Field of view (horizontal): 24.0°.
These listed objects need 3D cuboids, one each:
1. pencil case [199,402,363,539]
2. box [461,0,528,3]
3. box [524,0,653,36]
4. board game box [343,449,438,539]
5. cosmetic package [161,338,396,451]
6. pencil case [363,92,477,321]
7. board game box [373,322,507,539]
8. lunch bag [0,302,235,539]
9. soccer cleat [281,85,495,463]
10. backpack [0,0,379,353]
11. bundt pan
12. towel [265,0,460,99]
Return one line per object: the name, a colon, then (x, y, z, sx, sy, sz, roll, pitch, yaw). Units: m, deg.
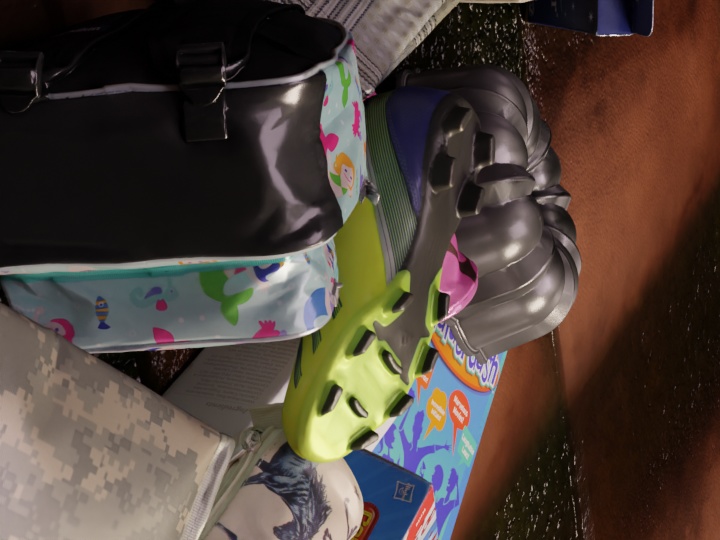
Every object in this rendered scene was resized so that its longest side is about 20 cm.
pencil case: (-0.070, 0.151, 0.762, 0.089, 0.078, 0.200, 61, 35, -20)
box: (0.088, -0.281, 1.118, 0.095, 0.078, 0.200, -28, 120, -57)
box: (0.156, -0.228, 1.178, 0.200, 0.032, 0.121, -139, -132, -73)
board game box: (-0.023, 0.226, 0.957, 0.200, 0.056, 0.196, -60, 162, -22)
cosmetic package: (-0.059, 0.096, 0.939, 0.200, 0.074, 0.102, -48, 135, -44)
pencil case: (-0.010, -0.061, 0.915, 0.200, 0.091, 0.094, 63, 5, -10)
board game box: (0.034, 0.090, 1.128, 0.152, 0.045, 0.200, 52, 50, -51)
lunch bag: (-0.158, 0.118, 0.605, 0.164, 0.118, 0.200, 37, 63, -42)
soccer cleat: (0.001, 0.000, 0.825, 0.065, 0.084, 0.200, 45, 60, -49)
backpack: (-0.081, -0.050, 0.749, 0.200, 0.177, 0.151, -81, 165, -68)
bundt pan: (0.089, -0.045, 1.099, 0.202, 0.076, 0.202, -15, 90, -72)
towel: (-0.020, -0.201, 0.885, 0.193, 0.035, 0.200, 46, 43, -8)
